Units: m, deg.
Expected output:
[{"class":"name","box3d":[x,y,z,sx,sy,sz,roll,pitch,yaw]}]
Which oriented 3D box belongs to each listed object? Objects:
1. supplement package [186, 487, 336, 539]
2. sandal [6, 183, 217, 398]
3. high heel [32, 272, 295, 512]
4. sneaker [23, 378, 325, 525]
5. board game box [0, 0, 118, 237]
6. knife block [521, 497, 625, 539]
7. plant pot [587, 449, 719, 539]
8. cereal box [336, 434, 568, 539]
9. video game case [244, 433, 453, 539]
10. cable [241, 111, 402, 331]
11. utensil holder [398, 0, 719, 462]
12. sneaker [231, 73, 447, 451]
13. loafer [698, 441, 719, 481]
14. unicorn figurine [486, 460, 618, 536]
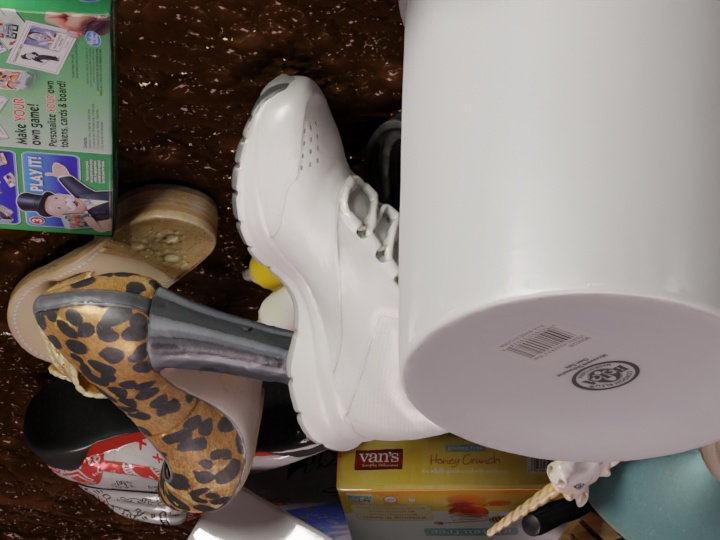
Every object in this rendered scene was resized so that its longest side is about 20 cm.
[{"class":"supplement package","box3d":[-0.012,0.222,1.492,0.200,0.121,0.120,29,172,16]},{"class":"sandal","box3d":[-0.136,0.031,1.411,0.078,0.070,0.212,15,149,-21]},{"class":"high heel","box3d":[-0.118,0.064,1.387,0.142,0.071,0.200,15,147,-15]},{"class":"sneaker","box3d":[-0.082,0.097,1.534,0.201,0.067,0.108,-6,151,22]},{"class":"board game box","box3d":[-0.181,-0.080,1.257,0.134,0.029,0.200,5,151,-3]},{"class":"knife block","box3d":[0.159,0.138,1.457,0.200,0.064,0.176,-42,154,-10]},{"class":"plant pot","box3d":[0.223,0.074,1.372,0.200,0.200,0.135,16,113,-22]},{"class":"cereal box","box3d":[0.069,0.153,1.554,0.144,0.040,0.200,-2,150,8]},{"class":"video game case","box3d":[0.057,0.138,1.617,0.181,0.046,0.200,-14,147,28]},{"class":"cable","box3d":[0.000,0.000,1.329,0.050,0.097,0.200,-25,168,-29]},{"class":"utensil holder","box3d":[0.098,-0.041,1.128,0.170,0.200,0.170,2,152,1]},{"class":"sneaker","box3d":[0.000,-0.005,1.272,0.087,0.075,0.200,0,123,31]},{"class":"loafer","box3d":[0.202,0.016,1.227,0.068,0.076,0.200,17,121,15]},{"class":"unicorn figurine","box3d":[0.122,0.034,1.276,0.074,0.200,0.137,13,173,0]}]
